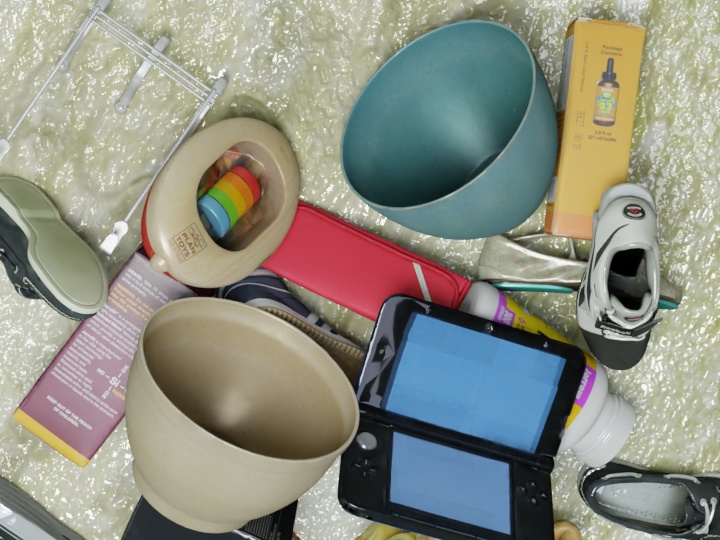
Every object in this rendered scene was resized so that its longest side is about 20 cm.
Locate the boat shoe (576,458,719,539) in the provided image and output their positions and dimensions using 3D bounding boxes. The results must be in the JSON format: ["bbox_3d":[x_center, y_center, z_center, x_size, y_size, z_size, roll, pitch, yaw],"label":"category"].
[{"bbox_3d":[0.312,0.234,1.465,0.199,0.060,0.076,7,101,-1],"label":"boat shoe"}]

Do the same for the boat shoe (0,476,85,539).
[{"bbox_3d":[-0.337,0.270,1.472,0.200,0.072,0.071,40,95,-9],"label":"boat shoe"}]

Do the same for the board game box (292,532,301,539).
[{"bbox_3d":[-0.043,0.364,1.501,0.102,0.048,0.200,-44,97,8],"label":"board game box"}]

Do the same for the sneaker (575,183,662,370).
[{"bbox_3d":[0.233,0.028,1.342,0.074,0.089,0.201,-3,129,5],"label":"sneaker"}]

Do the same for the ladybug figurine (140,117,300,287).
[{"bbox_3d":[-0.135,-0.060,1.366,0.072,0.200,0.136,-9,115,43],"label":"ladybug figurine"}]

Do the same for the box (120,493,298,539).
[{"bbox_3d":[-0.137,0.226,1.397,0.141,0.200,0.079,28,102,-4],"label":"box"}]

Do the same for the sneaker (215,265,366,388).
[{"bbox_3d":[-0.059,0.065,1.440,0.070,0.109,0.200,-48,127,6],"label":"sneaker"}]

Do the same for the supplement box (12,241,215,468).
[{"bbox_3d":[-0.229,0.073,1.414,0.086,0.110,0.200,37,99,-7],"label":"supplement box"}]

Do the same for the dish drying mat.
[{"bbox_3d":[0.000,0.000,1.401,0.199,0.018,0.077,25,77,15],"label":"dish drying mat"}]

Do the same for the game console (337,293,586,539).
[{"bbox_3d":[0.093,0.138,1.303,0.199,0.171,0.119,16,127,-9],"label":"game console"}]

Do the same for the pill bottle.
[{"bbox_3d":[0.162,0.104,1.414,0.200,0.104,0.104,34,100,-14],"label":"pill bottle"}]

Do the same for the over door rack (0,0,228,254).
[{"bbox_3d":[-0.238,-0.135,1.387,0.147,0.067,0.200,35,79,-6],"label":"over door rack"}]

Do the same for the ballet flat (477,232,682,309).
[{"bbox_3d":[0.212,-0.004,1.420,0.199,0.067,0.063,7,82,-2],"label":"ballet flat"}]

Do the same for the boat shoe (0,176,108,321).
[{"bbox_3d":[-0.298,-0.006,1.380,0.199,0.074,0.066,46,119,33],"label":"boat shoe"}]

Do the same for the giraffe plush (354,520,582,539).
[{"bbox_3d":[0.114,0.257,1.443,0.162,0.172,0.200,47,62,-19],"label":"giraffe plush"}]

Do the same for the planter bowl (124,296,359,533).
[{"bbox_3d":[-0.118,0.138,1.281,0.200,0.200,0.135,27,120,-5],"label":"planter bowl"}]

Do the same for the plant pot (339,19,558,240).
[{"bbox_3d":[0.100,-0.106,1.353,0.200,0.200,0.135,-40,133,8],"label":"plant pot"}]

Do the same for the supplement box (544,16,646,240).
[{"bbox_3d":[0.215,-0.129,1.380,0.066,0.069,0.201,7,94,-1],"label":"supplement box"}]
